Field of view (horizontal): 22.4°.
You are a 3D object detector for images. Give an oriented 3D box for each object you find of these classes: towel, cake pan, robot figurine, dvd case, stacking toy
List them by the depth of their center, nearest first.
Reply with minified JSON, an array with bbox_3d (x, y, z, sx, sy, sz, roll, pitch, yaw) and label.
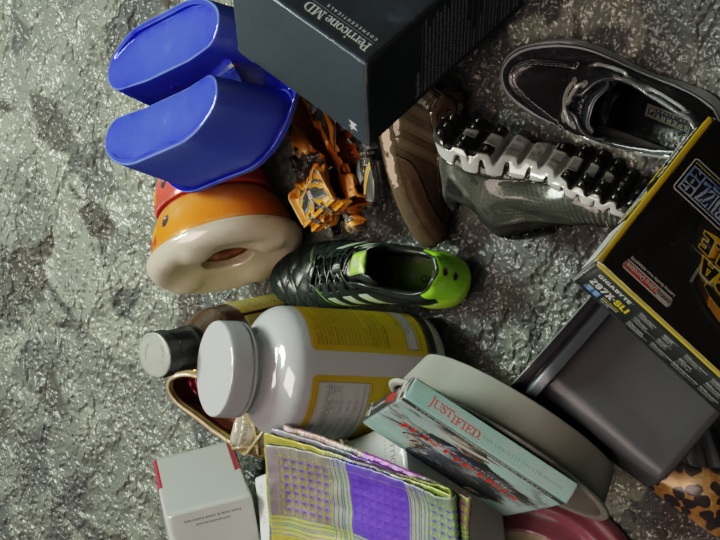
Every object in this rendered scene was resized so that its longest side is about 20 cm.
[{"bbox_3d":[0.079,0.139,1.407,0.146,0.022,0.200,34,166,-2],"label":"dvd case"},{"bbox_3d":[0.115,0.127,1.419,0.199,0.200,0.037,27,78,27],"label":"cake pan"},{"bbox_3d":[0.001,0.216,1.486,0.199,0.023,0.145,16,116,33],"label":"towel"},{"bbox_3d":[-0.042,-0.124,1.593,0.145,0.058,0.201,-40,67,60],"label":"robot figurine"},{"bbox_3d":[-0.143,-0.090,1.677,0.146,0.146,0.201,-31,65,36],"label":"stacking toy"}]

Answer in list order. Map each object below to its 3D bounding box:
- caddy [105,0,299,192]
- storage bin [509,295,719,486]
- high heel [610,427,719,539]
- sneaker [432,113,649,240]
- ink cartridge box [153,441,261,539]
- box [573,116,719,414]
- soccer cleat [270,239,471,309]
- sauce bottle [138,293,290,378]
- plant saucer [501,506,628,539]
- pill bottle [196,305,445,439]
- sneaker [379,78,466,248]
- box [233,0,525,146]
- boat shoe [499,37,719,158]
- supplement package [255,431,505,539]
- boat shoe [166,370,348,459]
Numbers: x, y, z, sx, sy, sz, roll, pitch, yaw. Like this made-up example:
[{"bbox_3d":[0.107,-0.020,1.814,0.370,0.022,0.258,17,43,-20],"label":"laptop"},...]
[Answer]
[{"bbox_3d":[-0.132,-0.148,1.565,0.199,0.105,0.142,-17,67,45],"label":"caddy"},{"bbox_3d":[0.227,0.066,1.411,0.134,0.146,0.200,42,83,8],"label":"storage bin"},{"bbox_3d":[0.207,0.174,1.503,0.199,0.071,0.143,-22,82,28],"label":"high heel"},{"bbox_3d":[0.150,-0.060,1.497,0.199,0.067,0.091,19,130,19],"label":"sneaker"},{"bbox_3d":[-0.131,0.284,1.707,0.145,0.083,0.201,-128,26,-71],"label":"ink cartridge box"},{"bbox_3d":[0.278,0.012,1.332,0.200,0.160,0.049,43,154,-2],"label":"box"},{"bbox_3d":[0.000,0.000,1.592,0.199,0.081,0.068,1,76,29],"label":"soccer cleat"},{"bbox_3d":[-0.113,0.059,1.623,0.064,0.199,0.065,7,100,40],"label":"sauce bottle"},{"bbox_3d":[0.157,0.291,1.584,0.199,0.051,0.202,10,108,33],"label":"plant saucer"},{"bbox_3d":[-0.034,0.088,1.564,0.112,0.199,0.113,-17,71,61],"label":"pill bottle"},{"bbox_3d":[0.057,-0.119,1.544,0.075,0.070,0.201,-13,104,16],"label":"sneaker"},{"bbox_3d":[0.017,-0.227,1.451,0.148,0.200,0.107,37,156,22],"label":"box"},{"bbox_3d":[0.190,-0.133,1.446,0.199,0.068,0.072,25,115,28],"label":"boat shoe"},{"bbox_3d":[0.015,0.217,1.593,0.199,0.117,0.118,-27,60,41],"label":"supplement package"},{"bbox_3d":[-0.101,0.145,1.717,0.199,0.069,0.074,26,115,28],"label":"boat shoe"}]
